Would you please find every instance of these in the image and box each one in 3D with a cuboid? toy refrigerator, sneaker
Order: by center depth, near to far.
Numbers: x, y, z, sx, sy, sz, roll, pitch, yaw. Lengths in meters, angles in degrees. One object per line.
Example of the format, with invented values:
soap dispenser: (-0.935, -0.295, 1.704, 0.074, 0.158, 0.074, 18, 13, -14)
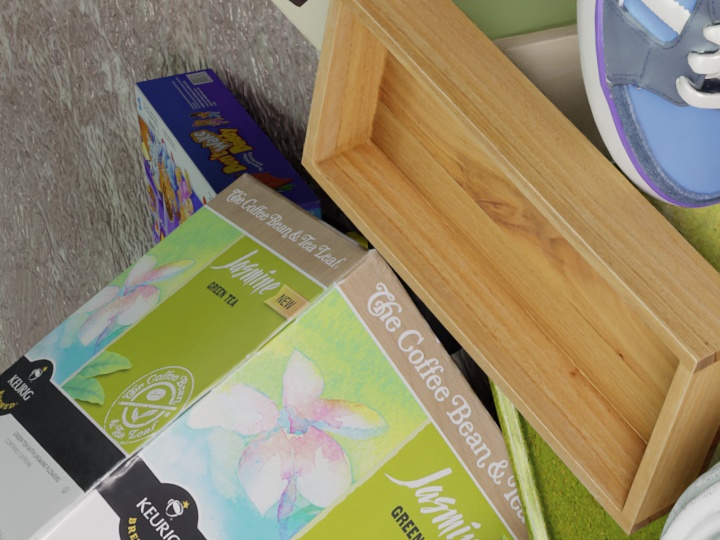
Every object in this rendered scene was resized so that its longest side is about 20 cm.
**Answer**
sneaker: (0.135, -0.092, 0.733, 0.146, 0.081, 0.200, -134, 43, -57)
toy refrigerator: (0.026, -0.116, 0.978, 0.200, 0.076, 0.070, -129, 34, -47)

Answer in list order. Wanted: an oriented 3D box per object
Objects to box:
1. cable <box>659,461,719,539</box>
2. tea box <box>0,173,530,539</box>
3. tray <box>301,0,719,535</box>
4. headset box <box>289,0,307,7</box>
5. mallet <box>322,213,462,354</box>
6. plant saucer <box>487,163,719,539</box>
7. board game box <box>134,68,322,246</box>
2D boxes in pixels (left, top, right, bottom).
cable: (0.173, 0.141, 0.751, 0.200, 0.069, 0.200, 39, 141, 33)
tea box: (-0.044, 0.104, 1.020, 0.200, 0.197, 0.134, 54, 168, -30)
tray: (0.055, -0.012, 0.851, 0.200, 0.037, 0.099, 50, 149, 28)
headset box: (-0.080, -0.214, 0.918, 0.075, 0.200, 0.149, -40, 46, 17)
mallet: (0.000, 0.000, 1.158, 0.200, 0.041, 0.066, -166, 62, -70)
plant saucer: (0.105, 0.059, 0.925, 0.200, 0.048, 0.200, -21, 83, 67)
board game box: (-0.065, -0.007, 1.241, 0.200, 0.045, 0.135, -130, 31, -60)
